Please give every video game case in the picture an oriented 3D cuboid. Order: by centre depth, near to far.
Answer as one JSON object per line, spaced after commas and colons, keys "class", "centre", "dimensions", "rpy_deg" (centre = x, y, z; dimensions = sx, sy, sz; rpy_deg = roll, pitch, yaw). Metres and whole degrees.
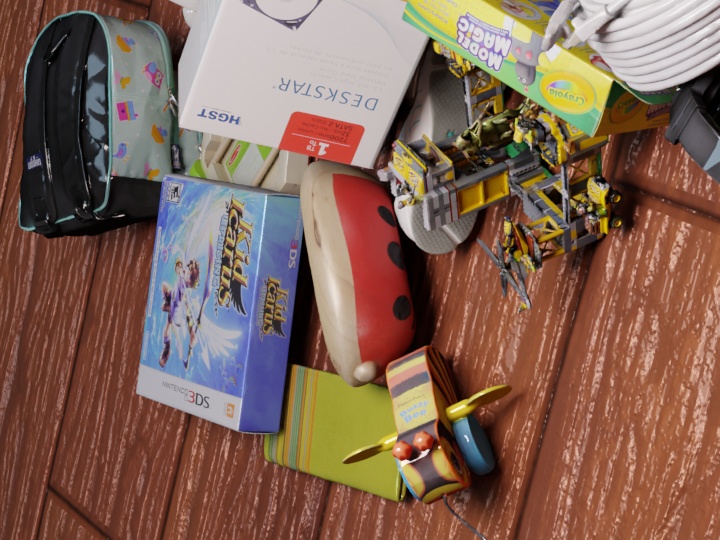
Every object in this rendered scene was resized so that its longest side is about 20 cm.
{"class": "video game case", "centre": [-0.122, 0.025, 1.828], "dimensions": [0.181, 0.045, 0.202], "rpy_deg": [12, 96, 54]}

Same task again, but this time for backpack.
{"class": "backpack", "centre": [-0.236, -0.140, 1.995], "dimensions": [0.175, 0.152, 0.202], "rpy_deg": [-14, 82, 52]}

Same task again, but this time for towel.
{"class": "towel", "centre": [-0.017, 0.129, 1.732], "dimensions": [0.199, 0.018, 0.087], "rpy_deg": [9, 95, 56]}

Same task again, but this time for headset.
{"class": "headset", "centre": [0.249, -0.103, 1.303], "dimensions": [0.094, 0.123, 0.201], "rpy_deg": [-61, 20, 27]}

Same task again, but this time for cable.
{"class": "cable", "centre": [0.224, -0.194, 1.304], "dimensions": [0.199, 0.069, 0.200], "rpy_deg": [-23, 22, 39]}

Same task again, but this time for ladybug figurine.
{"class": "ladybug figurine", "centre": [0.000, 0.000, 1.664], "dimensions": [0.136, 0.071, 0.201], "rpy_deg": [75, -176, -58]}

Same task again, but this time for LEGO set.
{"class": "LEGO set", "centre": [0.084, -0.080, 1.501], "dimensions": [0.200, 0.115, 0.154], "rpy_deg": [53, 157, 38]}

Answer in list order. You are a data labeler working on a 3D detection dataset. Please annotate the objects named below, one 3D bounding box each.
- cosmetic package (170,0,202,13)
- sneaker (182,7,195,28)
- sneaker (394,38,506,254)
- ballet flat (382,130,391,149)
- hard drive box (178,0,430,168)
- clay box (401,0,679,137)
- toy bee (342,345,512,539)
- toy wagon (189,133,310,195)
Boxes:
{"class": "cosmetic package", "centre": [-0.047, -0.280, 1.617], "dimensions": [0.165, 0.199, 0.166], "rpy_deg": [-45, 41, 28]}
{"class": "sneaker", "centre": [-0.097, -0.302, 1.907], "dimensions": [0.080, 0.073, 0.202], "rpy_deg": [26, 111, 40]}
{"class": "sneaker", "centre": [0.061, -0.118, 1.625], "dimensions": [0.080, 0.070, 0.202], "rpy_deg": [-149, 72, -66]}
{"class": "ballet flat", "centre": [-0.031, -0.158, 1.778], "dimensions": [0.200, 0.067, 0.064], "rpy_deg": [-126, 22, -49]}
{"class": "hard drive box", "centre": [-0.032, -0.185, 1.529], "dimensions": [0.077, 0.155, 0.201], "rpy_deg": [-96, 22, -46]}
{"class": "clay box", "centre": [0.138, -0.145, 1.424], "dimensions": [0.200, 0.115, 0.048], "rpy_deg": [37, 119, 30]}
{"class": "toy bee", "centre": [0.058, 0.124, 1.545], "dimensions": [0.131, 0.109, 0.200], "rpy_deg": [-41, 49, -1]}
{"class": "toy wagon", "centre": [-0.101, -0.127, 1.895], "dimensions": [0.156, 0.039, 0.201], "rpy_deg": [-56, 42, 34]}
